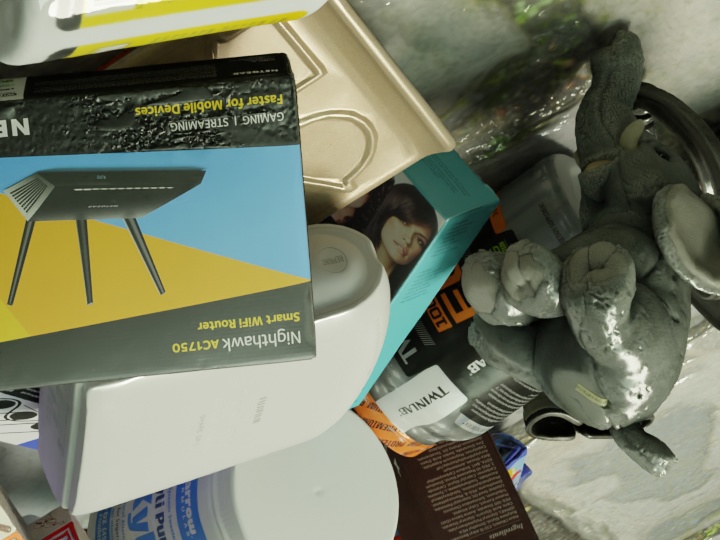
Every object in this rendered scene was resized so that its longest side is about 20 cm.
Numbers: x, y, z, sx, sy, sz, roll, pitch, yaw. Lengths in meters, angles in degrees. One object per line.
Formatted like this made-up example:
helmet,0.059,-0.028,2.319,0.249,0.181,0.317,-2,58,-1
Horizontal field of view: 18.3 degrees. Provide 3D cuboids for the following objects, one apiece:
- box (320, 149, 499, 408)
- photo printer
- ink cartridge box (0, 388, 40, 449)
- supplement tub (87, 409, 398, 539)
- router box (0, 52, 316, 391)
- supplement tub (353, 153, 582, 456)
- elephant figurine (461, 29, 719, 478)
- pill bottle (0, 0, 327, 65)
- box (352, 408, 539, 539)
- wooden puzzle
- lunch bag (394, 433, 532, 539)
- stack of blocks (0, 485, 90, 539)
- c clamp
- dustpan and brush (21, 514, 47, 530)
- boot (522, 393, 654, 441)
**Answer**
box,0.000,0.000,1.348,0.049,0.082,0.200,-21,153,-44
photo printer,-0.079,0.053,1.257,0.199,0.070,0.167,-17,152,-21
ink cartridge box,-0.181,0.073,1.349,0.094,0.044,0.200,-19,158,27
supplement tub,-0.081,0.164,1.468,0.131,0.133,0.200,-5,166,-36
router box,-0.126,-0.023,1.109,0.199,0.051,0.150,-6,109,-4
supplement tub,0.085,0.027,1.444,0.200,0.123,0.122,-37,151,18
elephant figurine,0.161,-0.015,1.302,0.200,0.141,0.156,-45,142,-36
pill bottle,-0.074,-0.161,0.991,0.199,0.115,0.114,-12,149,-26
box,0.061,0.156,1.559,0.075,0.201,0.100,-19,152,-13
wooden puzzle,-0.073,-0.076,1.193,0.199,0.046,0.185,-28,142,12
lunch bag,0.050,0.204,1.782,0.199,0.094,0.151,-31,154,-19
stack of blocks,-0.223,0.199,1.416,0.115,0.059,0.201,-32,113,-4
c clamp,0.195,-0.043,1.420,0.027,0.171,0.201,-24,138,-12
dustpan and brush,-0.285,0.190,1.469,0.199,0.057,0.140,-29,152,5
boot,0.171,0.061,1.567,0.199,0.131,0.068,-6,147,-35
